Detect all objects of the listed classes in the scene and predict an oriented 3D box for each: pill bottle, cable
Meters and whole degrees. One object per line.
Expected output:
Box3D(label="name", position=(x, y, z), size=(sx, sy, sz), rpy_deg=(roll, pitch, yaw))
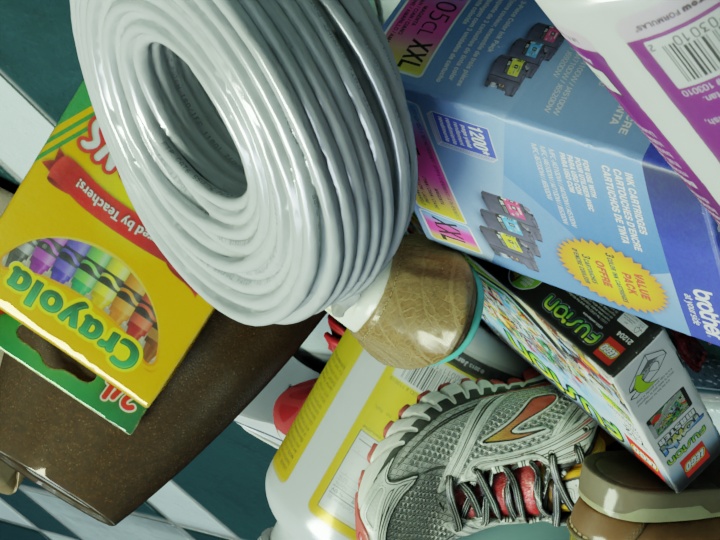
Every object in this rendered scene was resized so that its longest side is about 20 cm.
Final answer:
Box3D(label="pill bottle", position=(0.015, 0.104, 1.127), size=(0.111, 0.201, 0.112), rpy_deg=(28, -167, -7))
Box3D(label="cable", position=(-0.056, -0.074, 0.871), size=(0.201, 0.069, 0.200), rpy_deg=(56, 154, 7))
Box3D(label="pill bottle", position=(0.153, -0.068, 0.697), size=(0.112, 0.113, 0.200), rpy_deg=(4, 145, 52))

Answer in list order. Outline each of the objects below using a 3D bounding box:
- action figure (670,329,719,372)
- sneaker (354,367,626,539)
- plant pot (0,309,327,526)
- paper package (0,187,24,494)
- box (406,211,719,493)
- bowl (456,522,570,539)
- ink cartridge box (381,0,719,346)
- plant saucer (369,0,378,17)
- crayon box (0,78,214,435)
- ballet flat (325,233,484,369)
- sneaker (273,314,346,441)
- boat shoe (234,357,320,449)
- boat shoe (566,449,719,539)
Box3D(label="action figure", position=(0.172, 0.020, 0.963), size=(0.199, 0.052, 0.065), rpy_deg=(37, 163, -3))
Box3D(label="sneaker", position=(0.085, 0.095, 1.035), size=(0.082, 0.199, 0.078), rpy_deg=(44, 154, 47))
Box3D(label="plant pot", position=(-0.134, 0.044, 1.209), size=(0.186, 0.201, 0.187), rpy_deg=(29, 166, 8))
Box3D(label="paper package", position=(-0.297, 0.033, 1.467), size=(0.199, 0.192, 0.104), rpy_deg=(26, 163, 19))
Box3D(label="box", position=(0.090, 0.017, 0.993), size=(0.200, 0.035, 0.110), rpy_deg=(42, 171, 43))
Box3D(label="bowl", position=(0.083, 0.173, 1.237), size=(0.198, 0.106, 0.201), rpy_deg=(4, 153, 2))
Box3D(label="ink cartridge box", position=(0.111, -0.047, 0.862), size=(0.199, 0.077, 0.137), rpy_deg=(19, 155, 30))
Box3D(label="plant saucer", position=(-0.085, -0.148, 0.969), size=(0.200, 0.039, 0.201), rpy_deg=(28, 159, 12))
Box3D(label="crayon box", position=(-0.127, -0.018, 1.097), size=(0.126, 0.201, 0.051), rpy_deg=(32, -169, -1))
Box3D(label="ballet flat", position=(0.000, 0.000, 1.002), size=(0.072, 0.068, 0.200), rpy_deg=(23, -174, -17))
Box3D(label="sneaker", position=(-0.002, 0.060, 1.292), size=(0.199, 0.079, 0.116), rpy_deg=(-8, 128, 43))
Box3D(label="boat shoe", position=(-0.061, 0.094, 1.427), size=(0.199, 0.074, 0.065), rpy_deg=(33, 155, 3))
Box3D(label="boat shoe", position=(0.193, 0.132, 1.027), size=(0.198, 0.069, 0.072), rpy_deg=(5, -162, -19))
